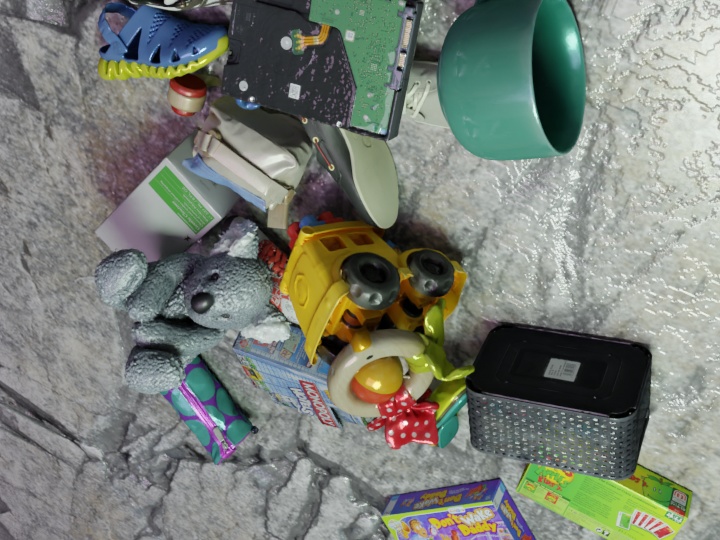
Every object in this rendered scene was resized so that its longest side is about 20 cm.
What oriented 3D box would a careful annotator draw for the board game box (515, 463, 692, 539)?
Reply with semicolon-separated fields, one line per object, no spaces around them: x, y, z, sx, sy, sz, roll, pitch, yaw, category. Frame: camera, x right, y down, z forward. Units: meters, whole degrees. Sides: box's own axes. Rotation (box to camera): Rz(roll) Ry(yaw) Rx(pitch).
0.310;0.285;1.243;0.197;0.048;0.103;26;130;11;board game box

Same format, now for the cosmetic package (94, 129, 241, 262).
-0.252;-0.081;1.283;0.108;0.085;0.199;45;130;-10;cosmetic package

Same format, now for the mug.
0.147;-0.199;0.952;0.112;0.188;0.152;-2;145;32;mug

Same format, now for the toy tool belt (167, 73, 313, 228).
-0.158;-0.139;1.168;0.198;0.125;0.124;29;123;9;toy tool belt

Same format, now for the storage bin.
0.233;0.150;1.134;0.196;0.136;0.095;7;125;25;storage bin

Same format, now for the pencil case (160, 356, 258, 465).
-0.247;0.192;1.461;0.085;0.092;0.201;-38;100;-1;pencil case

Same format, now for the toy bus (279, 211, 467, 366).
0.000;0.000;1.166;0.193;0.197;0.137;57;140;33;toy bus

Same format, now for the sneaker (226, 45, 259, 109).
-0.078;-0.241;1.063;0.076;0.087;0.199;18;148;-32;sneaker

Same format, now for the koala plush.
-0.189;0.032;1.199;0.197;0.183;0.181;-20;90;23;koala plush

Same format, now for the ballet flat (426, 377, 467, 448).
0.099;0.173;1.244;0.067;0.067;0.201;45;161;18;ballet flat

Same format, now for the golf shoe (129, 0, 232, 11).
-0.172;-0.320;1.069;0.196;0.095;0.079;-3;119;29;golf shoe

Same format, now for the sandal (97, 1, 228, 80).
-0.245;-0.278;1.153;0.196;0.080;0.089;2;119;26;sandal

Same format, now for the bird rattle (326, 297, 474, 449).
0.036;0.120;1.117;0.160;0.114;0.201;8;138;-24;bird rattle

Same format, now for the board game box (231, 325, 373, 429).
-0.048;0.153;1.301;0.196;0.062;0.201;11;148;23;board game box

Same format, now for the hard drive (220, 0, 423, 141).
-0.042;-0.226;0.988;0.196;0.038;0.142;18;111;18;hard drive

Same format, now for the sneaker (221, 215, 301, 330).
-0.091;0.005;1.261;0.106;0.068;0.203;-10;120;38;sneaker

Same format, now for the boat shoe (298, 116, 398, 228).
-0.015;-0.141;1.120;0.062;0.074;0.204;-10;114;41;boat shoe

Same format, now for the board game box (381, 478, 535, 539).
0.144;0.381;1.403;0.198;0.045;0.136;-19;111;37;board game box

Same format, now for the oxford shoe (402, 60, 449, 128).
0.048;-0.193;1.039;0.196;0.058;0.076;20;128;-5;oxford shoe
